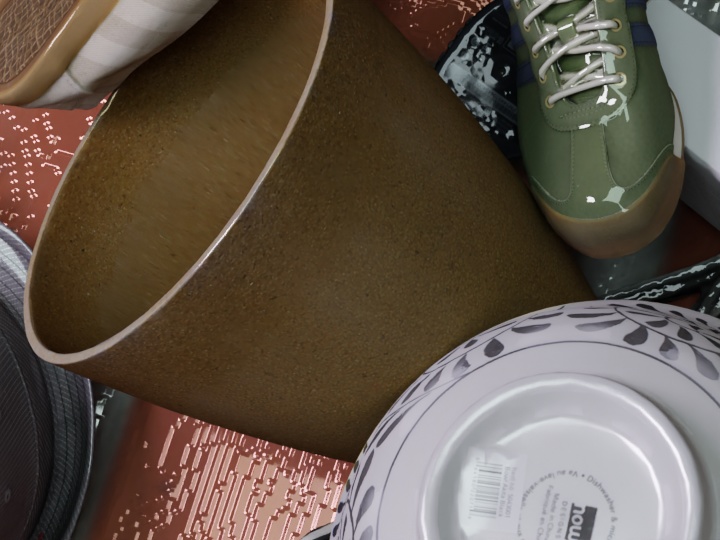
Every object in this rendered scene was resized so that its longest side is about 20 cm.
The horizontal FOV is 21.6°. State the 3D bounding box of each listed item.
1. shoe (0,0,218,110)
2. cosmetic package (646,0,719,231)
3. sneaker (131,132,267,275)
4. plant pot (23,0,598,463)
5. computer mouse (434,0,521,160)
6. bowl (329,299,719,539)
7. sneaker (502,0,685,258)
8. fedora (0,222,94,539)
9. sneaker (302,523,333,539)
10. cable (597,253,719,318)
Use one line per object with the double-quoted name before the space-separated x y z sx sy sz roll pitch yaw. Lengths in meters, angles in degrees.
"shoe" -0.077 -0.135 0.749 0.200 0.053 0.070 -42 46 26
"cosmetic package" 0.177 -0.030 0.752 0.051 0.083 0.200 -44 48 0
"sneaker" -0.062 -0.067 0.855 0.088 0.076 0.200 25 85 -6
"plant pot" 0.000 0.000 0.757 0.200 0.186 0.186 33 84 -28
"computer mouse" 0.029 -0.041 0.850 0.059 0.034 0.200 38 92 -3
"bowl" 0.072 0.088 0.609 0.201 0.094 0.201 -6 67 14
"sneaker" 0.079 -0.108 0.747 0.067 0.090 0.200 -15 52 22
"fedora" -0.206 0.071 0.804 0.177 0.090 0.200 0 96 1
"sneaker" 0.064 0.132 0.770 0.200 0.088 0.076 -5 76 6
"cable" 0.173 -0.004 0.806 0.200 0.050 0.097 -14 78 6
